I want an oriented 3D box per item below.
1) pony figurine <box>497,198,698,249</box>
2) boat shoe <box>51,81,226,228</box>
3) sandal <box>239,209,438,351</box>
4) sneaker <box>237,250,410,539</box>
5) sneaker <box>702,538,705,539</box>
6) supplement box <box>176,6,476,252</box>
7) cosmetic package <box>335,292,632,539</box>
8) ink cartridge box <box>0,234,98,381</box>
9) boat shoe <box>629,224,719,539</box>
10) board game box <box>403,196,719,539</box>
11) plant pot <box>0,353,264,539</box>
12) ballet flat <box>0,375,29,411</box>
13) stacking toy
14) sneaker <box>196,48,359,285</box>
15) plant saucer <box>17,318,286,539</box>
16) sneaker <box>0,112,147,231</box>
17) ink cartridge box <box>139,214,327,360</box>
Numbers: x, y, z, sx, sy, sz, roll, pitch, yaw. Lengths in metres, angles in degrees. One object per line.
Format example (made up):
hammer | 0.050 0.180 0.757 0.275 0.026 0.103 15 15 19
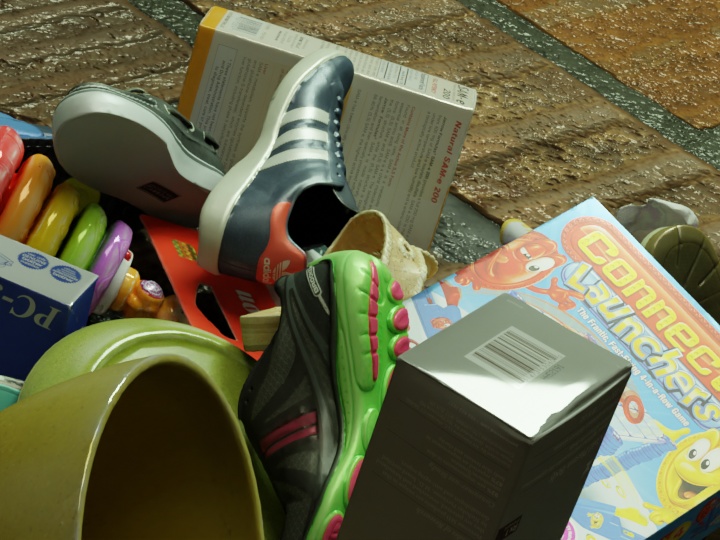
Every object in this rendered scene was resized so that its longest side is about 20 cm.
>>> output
pony figurine | 0.184 0.021 1.454 0.192 0.168 0.199 0 18 -42
boat shoe | -0.140 -0.081 1.370 0.200 0.068 0.057 40 36 -64
sandal | 0.005 0.000 1.287 0.077 0.070 0.211 -3 4 36
sneaker | -0.023 0.090 1.163 0.083 0.202 0.077 -4 -20 33
sneaker | 0.134 0.131 1.282 0.114 0.076 0.200 -1 44 -38
supplement box | -0.030 -0.091 1.512 0.199 0.127 0.074 18 17 -1
cosmetic package | 0.049 0.124 1.077 0.090 0.201 0.107 29 34 23
ink cartridge box | -0.257 0.012 1.254 0.199 0.095 0.044 23 30 7
boat shoe | 0.201 0.068 1.344 0.071 0.202 0.066 -20 13 -24
board game box | 0.117 0.078 1.224 0.195 0.056 0.200 -29 61 -26
plant pot | -0.148 0.144 1.027 0.141 0.201 0.200 -5 23 20
ballet flat | -0.180 0.093 1.200 0.199 0.070 0.071 10 1 -29
stacking toy | -0.183 -0.007 1.344 0.199 0.110 0.116 29 19 -10
sneaker | -0.030 -0.061 1.387 0.084 0.075 0.201 19 51 12
plant saucer | -0.092 0.105 1.178 0.199 0.031 0.201 22 45 -24
sneaker | -0.225 -0.078 1.452 0.198 0.066 0.079 10 27 -15
ink cartridge box | -0.033 0.026 1.366 0.173 0.044 0.200 19 25 -34
